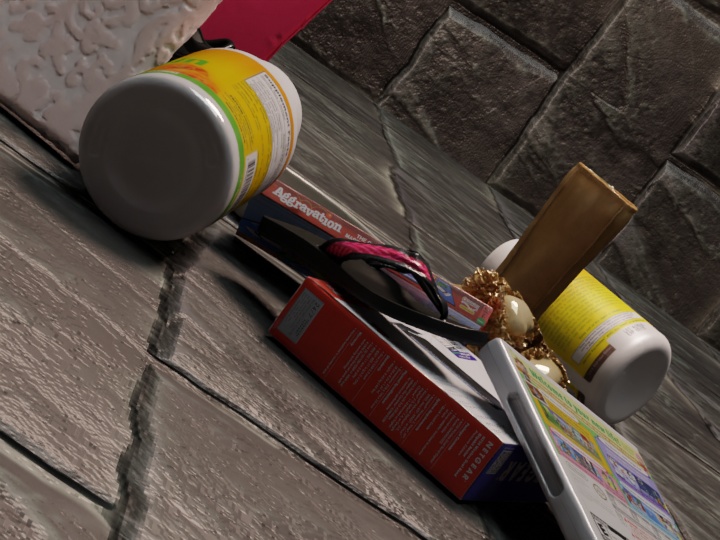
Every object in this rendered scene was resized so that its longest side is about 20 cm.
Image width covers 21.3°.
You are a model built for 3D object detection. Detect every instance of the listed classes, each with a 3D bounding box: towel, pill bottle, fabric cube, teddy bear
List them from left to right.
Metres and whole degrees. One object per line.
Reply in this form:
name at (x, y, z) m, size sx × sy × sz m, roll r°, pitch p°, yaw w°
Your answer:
towel at (-0.209, -0.205, 1.382) m, size 0.191 × 0.200 × 0.032 m, roll 36°, pitch -10°, yaw 12°
pill bottle at (-0.109, -0.095, 1.336) m, size 0.111 × 0.111 × 0.200 m, roll 37°, pitch 20°, yaw 4°
fabric cube at (-0.175, -0.352, 2.163) m, size 0.196 × 0.200 × 0.199 m, roll 48°, pitch -1°, yaw -40°
teddy bear at (0.118, 0.071, 1.527) m, size 0.145 × 0.067 × 0.200 m, roll 62°, pitch 0°, yaw -10°
pill bottle at (0.204, 0.055, 1.894) m, size 0.200 × 0.109 × 0.109 m, roll 43°, pitch 11°, yaw 34°

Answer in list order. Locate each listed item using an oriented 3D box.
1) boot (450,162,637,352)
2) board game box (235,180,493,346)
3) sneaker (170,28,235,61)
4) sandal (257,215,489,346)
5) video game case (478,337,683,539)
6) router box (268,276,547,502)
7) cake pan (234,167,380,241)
boot at (0.145, -0.010, 1.702) m, size 0.066 × 0.200 × 0.175 m, roll 31°, pitch 10°, yaw -31°
board game box at (0.000, 0.000, 1.467) m, size 0.200 × 0.019 × 0.103 m, roll 31°, pitch -23°, yaw -1°
sneaker at (-0.217, -0.263, 2.025) m, size 0.199 × 0.083 × 0.071 m, roll 30°, pitch 10°, yaw -32°
sandal at (0.009, -0.004, 1.309) m, size 0.200 × 0.045 × 0.075 m, roll 32°, pitch 6°, yaw 35°
video game case at (0.166, 0.154, 1.285) m, size 0.200 × 0.022 × 0.182 m, roll 38°, pitch 21°, yaw -44°
router box at (0.052, 0.086, 1.327) m, size 0.179 × 0.049 × 0.200 m, roll 40°, pitch 9°, yaw 21°
cake pan at (-0.058, -0.049, 1.658) m, size 0.200 × 0.037 × 0.200 m, roll 36°, pitch 8°, yaw -6°
